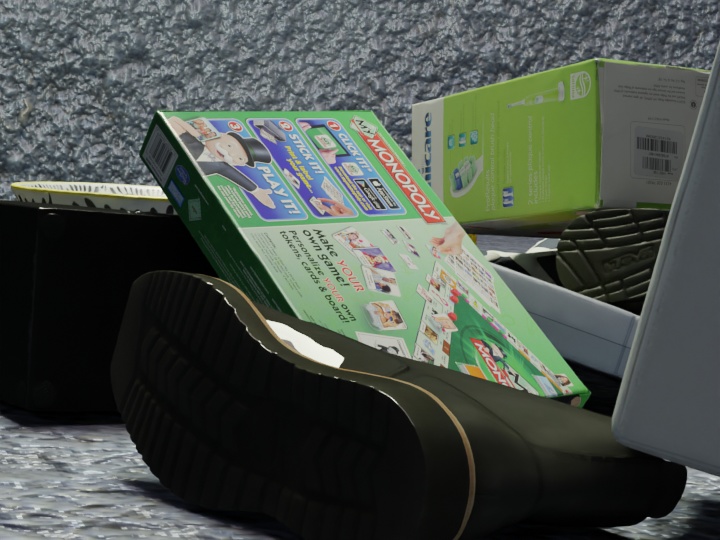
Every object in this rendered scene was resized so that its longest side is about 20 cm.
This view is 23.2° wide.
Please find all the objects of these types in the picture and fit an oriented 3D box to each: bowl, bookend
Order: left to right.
[{"bbox_3d":[-0.113,0.015,0.907,0.197,0.093,0.199,3,2,-32],"label":"bookend"},{"bbox_3d":[-0.128,-0.005,1.141,0.198,0.095,0.201,3,5,0],"label":"bowl"}]

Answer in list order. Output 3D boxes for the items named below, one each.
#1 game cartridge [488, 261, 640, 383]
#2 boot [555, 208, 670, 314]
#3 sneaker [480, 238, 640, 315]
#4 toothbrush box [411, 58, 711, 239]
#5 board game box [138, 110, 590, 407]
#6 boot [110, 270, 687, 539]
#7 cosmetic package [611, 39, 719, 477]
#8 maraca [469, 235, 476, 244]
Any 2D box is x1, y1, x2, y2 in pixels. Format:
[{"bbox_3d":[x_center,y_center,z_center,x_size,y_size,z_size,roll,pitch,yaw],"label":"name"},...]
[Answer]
[{"bbox_3d":[0.090,0.024,0.939,0.198,0.041,0.133,20,2,13],"label":"game cartridge"},{"bbox_3d":[0.211,-0.004,0.977,0.198,0.069,0.131,1,-7,19],"label":"boot"},{"bbox_3d":[0.154,0.021,1.183,0.129,0.080,0.198,15,6,43],"label":"sneaker"},{"bbox_3d":[0.141,-0.067,1.061,0.144,0.087,0.199,2,-3,-30],"label":"toothbrush box"},{"bbox_3d":[0.000,0.000,0.806,0.134,0.029,0.201,-3,45,-41],"label":"board game box"},{"bbox_3d":[0.007,0.057,0.650,0.137,0.078,0.199,6,15,-40],"label":"boot"},{"bbox_3d":[0.211,0.001,0.620,0.198,0.168,0.167,17,8,13],"label":"cosmetic package"},{"bbox_3d":[0.018,-0.015,1.212,0.136,0.108,0.200,-24,-11,0],"label":"maraca"}]
